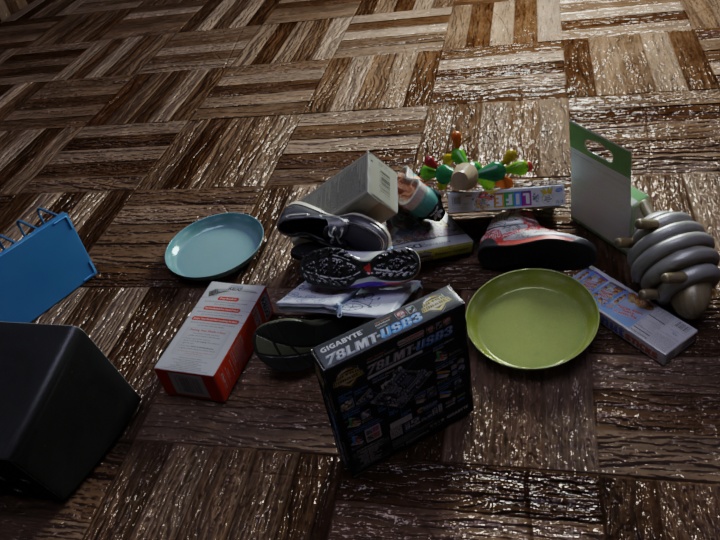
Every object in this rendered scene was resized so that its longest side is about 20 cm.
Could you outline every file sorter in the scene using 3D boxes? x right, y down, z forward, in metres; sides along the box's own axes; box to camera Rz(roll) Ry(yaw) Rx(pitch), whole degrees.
[{"bbox_3d":[-0.634,-0.008,1.289,0.121,0.141,0.200,17,46,36],"label":"file sorter"}]

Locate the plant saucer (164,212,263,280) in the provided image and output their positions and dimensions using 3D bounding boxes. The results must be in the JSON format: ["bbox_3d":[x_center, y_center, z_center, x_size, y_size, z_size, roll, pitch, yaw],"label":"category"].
[{"bbox_3d":[-0.280,-0.043,1.328,0.194,0.028,0.202,-8,38,6],"label":"plant saucer"}]

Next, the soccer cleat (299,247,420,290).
[{"bbox_3d":[0.000,0.000,1.108,0.194,0.073,0.070,-3,77,5],"label":"soccer cleat"}]

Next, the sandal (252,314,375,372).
[{"bbox_3d":[-0.070,0.107,1.064,0.196,0.082,0.057,-7,4,-18],"label":"sandal"}]

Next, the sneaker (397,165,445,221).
[{"bbox_3d":[0.100,-0.132,1.254,0.072,0.079,0.201,-51,18,10],"label":"sneaker"}]

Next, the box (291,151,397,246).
[{"bbox_3d":[-0.030,-0.110,1.210,0.198,0.077,0.097,-28,47,38],"label":"box"}]

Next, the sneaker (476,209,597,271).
[{"bbox_3d":[0.300,-0.058,1.150,0.197,0.068,0.109,-1,39,29],"label":"sneaker"}]

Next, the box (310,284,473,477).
[{"bbox_3d":[0.049,0.143,0.875,0.196,0.202,0.050,-25,38,-15],"label":"box"}]

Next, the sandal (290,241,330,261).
[{"bbox_3d":[-0.030,-0.016,1.188,0.196,0.046,0.075,1,26,-33],"label":"sandal"}]

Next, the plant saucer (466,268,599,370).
[{"bbox_3d":[0.256,0.077,1.029,0.195,0.032,0.203,-10,41,8],"label":"plant saucer"}]

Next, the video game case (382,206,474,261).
[{"bbox_3d":[0.084,-0.078,1.245,0.176,0.026,0.201,-10,36,-18],"label":"video game case"}]

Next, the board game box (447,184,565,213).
[{"bbox_3d":[0.255,-0.125,1.222,0.194,0.035,0.134,-3,4,9],"label":"board game box"}]

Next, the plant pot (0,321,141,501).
[{"bbox_3d":[-0.461,0.205,0.955,0.194,0.202,0.181,2,53,16],"label":"plant pot"}]

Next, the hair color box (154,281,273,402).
[{"bbox_3d":[-0.229,0.109,1.100,0.108,0.065,0.202,3,42,20],"label":"hair color box"}]

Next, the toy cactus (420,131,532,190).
[{"bbox_3d":[0.193,-0.177,1.188,0.195,0.105,0.165,11,20,17],"label":"toy cactus"}]

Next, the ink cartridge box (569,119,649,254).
[{"bbox_3d":[0.408,-0.143,1.130,0.047,0.203,0.146,-25,40,-15],"label":"ink cartridge box"}]

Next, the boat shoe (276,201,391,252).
[{"bbox_3d":[-0.047,-0.059,1.136,0.195,0.074,0.063,17,32,15],"label":"boat shoe"}]

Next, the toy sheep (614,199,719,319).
[{"bbox_3d":[0.459,-0.022,1.020,0.134,0.139,0.205,-12,65,-1],"label":"toy sheep"}]

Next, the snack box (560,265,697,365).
[{"bbox_3d":[0.395,0.061,1.026,0.071,0.025,0.200,-29,42,-19],"label":"snack box"}]

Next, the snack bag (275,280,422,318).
[{"bbox_3d":[-0.013,0.037,1.106,0.195,0.022,0.188,4,16,18],"label":"snack bag"}]
